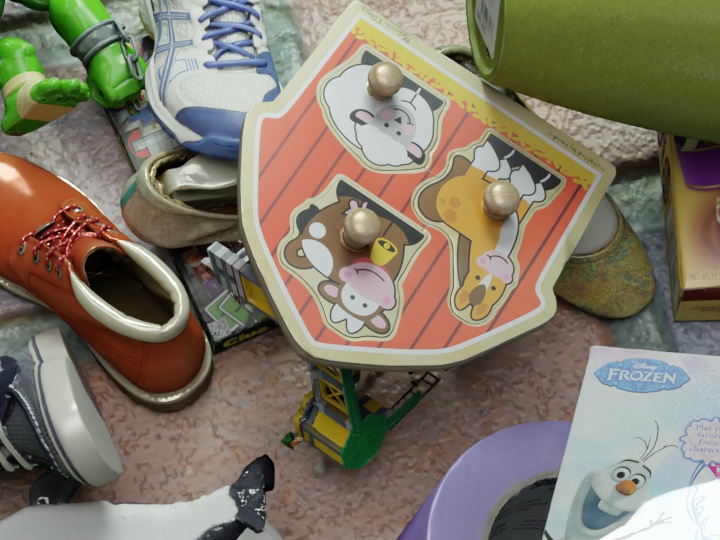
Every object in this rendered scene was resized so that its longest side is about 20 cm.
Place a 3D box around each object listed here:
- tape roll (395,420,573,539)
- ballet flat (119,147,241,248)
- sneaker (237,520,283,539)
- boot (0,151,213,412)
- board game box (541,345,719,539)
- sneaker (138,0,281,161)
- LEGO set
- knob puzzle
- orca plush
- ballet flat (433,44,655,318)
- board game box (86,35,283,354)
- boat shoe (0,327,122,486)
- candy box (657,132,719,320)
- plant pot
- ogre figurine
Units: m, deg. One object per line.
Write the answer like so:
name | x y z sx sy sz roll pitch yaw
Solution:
tape roll | 0.111 0.187 1.525 0.199 0.085 0.201 13 51 -17
ballet flat | -0.039 -0.050 1.641 0.199 0.062 0.068 -11 66 -19
sneaker | -0.062 0.222 1.551 0.070 0.080 0.201 0 67 1
boot | -0.164 -0.012 1.630 0.200 0.107 0.075 40 75 16
board game box | 0.198 0.131 1.464 0.199 0.043 0.199 5 47 16
sneaker | -0.088 -0.146 1.637 0.075 0.088 0.200 -3 41 -19
LEGO set | 0.000 0.000 1.608 0.116 0.154 0.200 33 71 31
knob puzzle | 0.023 -0.032 1.524 0.219 0.030 0.220 6 65 -14
orca plush | -0.132 0.157 1.581 0.200 0.071 0.105 -29 59 8
ballet flat | 0.099 -0.056 1.673 0.071 0.071 0.200 -36 73 -14
board game box | -0.079 -0.058 1.695 0.104 0.023 0.200 -22 70 -12
boat shoe | -0.188 0.090 1.553 0.092 0.200 0.075 -27 100 -4
candy box | 0.236 -0.073 1.689 0.116 0.057 0.201 -2 66 -2
plant pot | 0.165 -0.152 1.575 0.199 0.187 0.188 -3 68 -11
ogre figurine | -0.236 -0.133 1.680 0.199 0.098 0.120 -21 72 10
